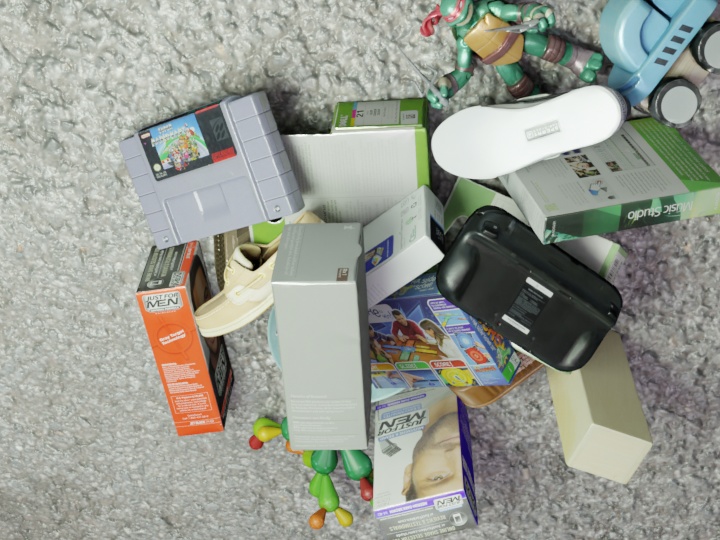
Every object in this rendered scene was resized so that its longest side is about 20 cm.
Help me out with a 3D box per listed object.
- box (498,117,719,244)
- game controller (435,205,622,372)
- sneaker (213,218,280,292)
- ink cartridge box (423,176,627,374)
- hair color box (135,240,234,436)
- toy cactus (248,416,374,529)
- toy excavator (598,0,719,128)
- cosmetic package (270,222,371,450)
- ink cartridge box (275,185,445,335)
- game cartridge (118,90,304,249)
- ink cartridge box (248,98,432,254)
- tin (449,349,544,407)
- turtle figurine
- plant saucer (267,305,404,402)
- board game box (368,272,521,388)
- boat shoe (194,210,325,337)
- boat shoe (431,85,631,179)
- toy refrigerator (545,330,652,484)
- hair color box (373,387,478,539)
[{"bbox_3d":[0.249,-0.095,1.147,0.197,0.145,0.037,-11,129,-10],"label":"box"},{"bbox_3d":[0.169,0.022,1.129,0.199,0.042,0.105,32,103,-20],"label":"game controller"},{"bbox_3d":[-0.122,-0.063,1.258,0.074,0.071,0.203,-9,123,-22],"label":"sneaker"},{"bbox_3d":[0.167,0.003,1.230,0.198,0.048,0.147,26,91,27],"label":"ink cartridge box"},{"bbox_3d":[-0.199,0.080,1.313,0.060,0.102,0.202,-7,122,6],"label":"hair color box"},{"bbox_3d":[-0.048,0.215,1.368,0.199,0.102,0.167,34,129,25],"label":"toy cactus"},{"bbox_3d":[0.277,-0.266,1.095,0.199,0.100,0.195,33,103,-15],"label":"toy excavator"},{"bbox_3d":[-0.033,0.064,1.097,0.089,0.107,0.203,-3,121,6],"label":"cosmetic package"},{"bbox_3d":[0.000,0.000,1.175,0.199,0.100,0.039,-33,118,23],"label":"ink cartridge box"},{"bbox_3d":[-0.160,-0.102,1.179,0.198,0.038,0.131,-12,107,36],"label":"game cartridge"},{"bbox_3d":[-0.023,-0.099,1.218,0.196,0.076,0.150,-1,122,6],"label":"ink cartridge box"},{"bbox_3d":[0.177,0.075,1.297,0.199,0.113,0.042,-40,112,21],"label":"tin"},{"bbox_3d":[0.139,-0.222,1.125,0.198,0.102,0.149,23,139,-32],"label":"turtle figurine"},{"bbox_3d":[-0.010,0.067,1.339,0.197,0.039,0.204,1,121,1],"label":"plant saucer"},{"bbox_3d":[0.061,0.069,1.237,0.198,0.035,0.136,-7,128,44],"label":"board game box"},{"bbox_3d":[-0.108,0.000,1.207,0.199,0.074,0.069,-32,111,23],"label":"boat shoe"},{"bbox_3d":[0.168,-0.140,1.119,0.198,0.068,0.073,-14,93,28],"label":"boat shoe"},{"bbox_3d":[0.264,0.144,1.287,0.075,0.201,0.071,18,121,-11],"label":"toy refrigerator"},{"bbox_3d":[0.074,0.222,1.337,0.108,0.201,0.065,-15,121,11],"label":"hair color box"}]
